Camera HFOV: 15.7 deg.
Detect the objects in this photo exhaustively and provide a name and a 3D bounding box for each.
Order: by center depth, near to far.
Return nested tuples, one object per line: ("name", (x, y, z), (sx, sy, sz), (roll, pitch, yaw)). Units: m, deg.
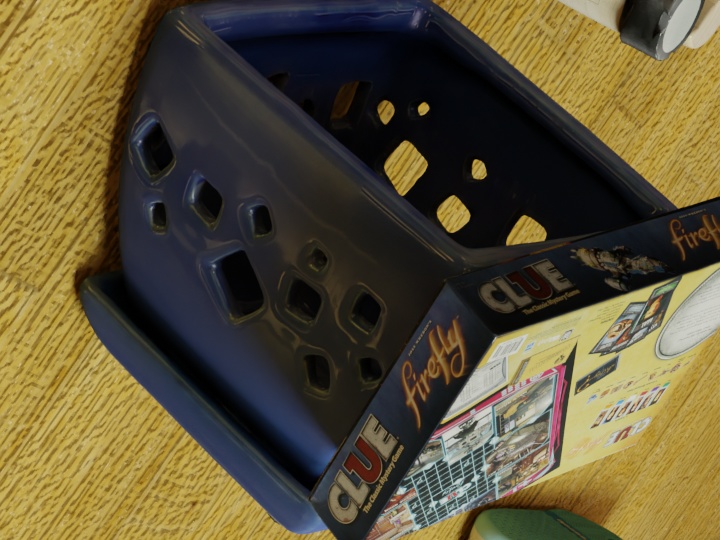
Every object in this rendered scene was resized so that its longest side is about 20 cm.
("board game box", (0.080, 0.042, 1.124), (0.200, 0.035, 0.136), (-15, 145, -46))
("plant pot", (0.000, 0.000, 1.208), (0.200, 0.200, 0.180), (-12, 137, -52))
("toy excavator", (0.163, -0.178, 1.374), (0.200, 0.100, 0.195), (-37, 149, -45))
("sneaker", (0.115, 0.230, 1.741), (0.200, 0.079, 0.131), (14, 107, -50))
